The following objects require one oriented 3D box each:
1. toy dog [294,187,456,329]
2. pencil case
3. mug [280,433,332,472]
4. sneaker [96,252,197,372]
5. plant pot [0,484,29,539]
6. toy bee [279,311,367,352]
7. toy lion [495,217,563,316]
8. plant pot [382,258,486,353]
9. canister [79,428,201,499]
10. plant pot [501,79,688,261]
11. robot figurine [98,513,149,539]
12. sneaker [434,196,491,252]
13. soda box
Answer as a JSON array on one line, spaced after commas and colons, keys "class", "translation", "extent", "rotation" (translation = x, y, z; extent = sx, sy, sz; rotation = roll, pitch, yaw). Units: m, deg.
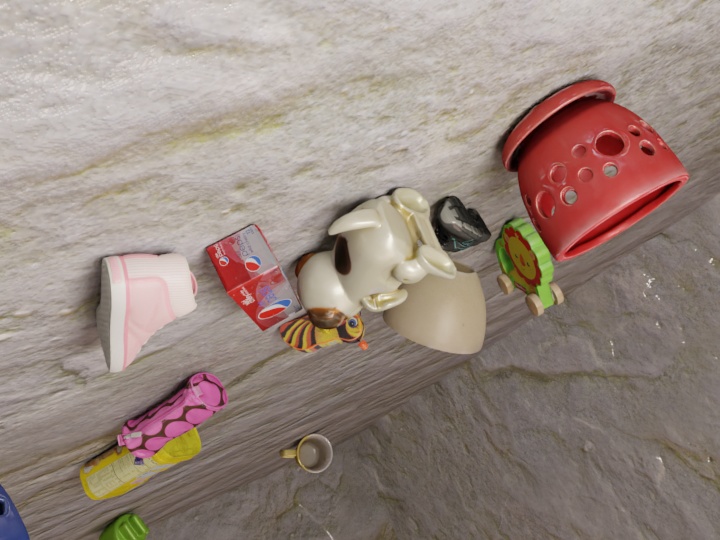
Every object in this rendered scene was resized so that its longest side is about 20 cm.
[{"class": "toy dog", "translation": [0.000, 0.000, 0.876], "extent": [0.199, 0.141, 0.193], "rotation": [-37, 160, 31]}, {"class": "pencil case", "translation": [-0.338, 0.261, 1.164], "extent": [0.199, 0.091, 0.093], "rotation": [-36, 148, 14]}, {"class": "mug", "translation": [-0.219, 0.744, 2.661], "extent": [0.150, 0.186, 0.153], "rotation": [-57, -175, -25]}, {"class": "sneaker", "translation": [-0.238, 0.048, 0.731], "extent": [0.104, 0.076, 0.201], "rotation": [-11, 152, -31]}, {"class": "plant pot", "translation": [-0.573, 0.329, 0.818], "extent": [0.200, 0.181, 0.199], "rotation": [-40, 159, 31]}, {"class": "toy bee", "translation": [-0.039, 0.100, 1.140], "extent": [0.199, 0.110, 0.130], "rotation": [-36, 159, 21]}, {"class": "toy lion", "translation": [0.330, -0.020, 1.316], "extent": [0.068, 0.193, 0.200], "rotation": [-26, -157, -8]}, {"class": "plant pot", "translation": [0.153, 0.051, 1.223], "extent": [0.199, 0.199, 0.136], "rotation": [-5, 115, -52]}, {"class": "canister", "translation": [-0.449, 0.385, 1.326], "extent": [0.199, 0.087, 0.148], "rotation": [-31, 162, 10]}, {"class": "plant pot", "translation": [0.307, -0.139, 0.887], "extent": [0.199, 0.184, 0.201], "rotation": [-26, 162, -9]}, {"class": "robot figurine", "translation": [-0.775, 0.868, 2.106], "extent": [0.200, 0.116, 0.175], "rotation": [-40, 180, 30]}, {"class": "sneaker", "translation": [0.155, -0.061, 1.049], "extent": [0.079, 0.076, 0.200], "rotation": [-32, 162, 18]}, {"class": "soda box", "translation": [-0.130, 0.015, 0.832], "extent": [0.069, 0.064, 0.200], "rotation": [-28, 162, -6]}]
